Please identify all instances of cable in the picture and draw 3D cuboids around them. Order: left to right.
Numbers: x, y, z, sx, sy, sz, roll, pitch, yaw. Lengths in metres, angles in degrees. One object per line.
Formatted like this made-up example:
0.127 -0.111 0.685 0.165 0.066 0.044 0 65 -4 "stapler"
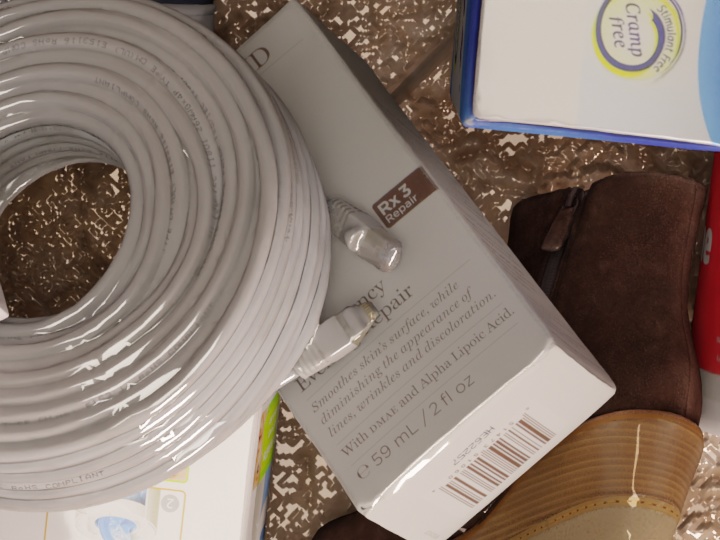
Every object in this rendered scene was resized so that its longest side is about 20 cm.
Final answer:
-0.112 -0.008 1.010 0.200 0.069 0.200 -41 63 -3 "cable"

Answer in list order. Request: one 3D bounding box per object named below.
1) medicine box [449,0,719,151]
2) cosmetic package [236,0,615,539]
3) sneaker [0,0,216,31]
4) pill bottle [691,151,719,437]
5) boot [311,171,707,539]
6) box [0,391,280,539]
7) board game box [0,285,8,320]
0.093 -0.145 1.023 0.103 0.200 0.182 5 96 1 "medicine box"
0.000 0.000 1.055 0.102 0.074 0.200 -42 59 7 "cosmetic package"
-0.155 -0.148 1.093 0.200 0.070 0.109 4 101 -6 "sneaker"
0.195 -0.030 1.078 0.112 0.112 0.200 7 96 1 "pill bottle"
0.061 0.055 1.109 0.072 0.200 0.166 27 60 -39 "boot"
-0.095 0.126 1.101 0.101 0.112 0.200 7 95 2 "box"
-0.248 -0.034 1.005 0.200 0.041 0.200 -24 62 9 "board game box"
